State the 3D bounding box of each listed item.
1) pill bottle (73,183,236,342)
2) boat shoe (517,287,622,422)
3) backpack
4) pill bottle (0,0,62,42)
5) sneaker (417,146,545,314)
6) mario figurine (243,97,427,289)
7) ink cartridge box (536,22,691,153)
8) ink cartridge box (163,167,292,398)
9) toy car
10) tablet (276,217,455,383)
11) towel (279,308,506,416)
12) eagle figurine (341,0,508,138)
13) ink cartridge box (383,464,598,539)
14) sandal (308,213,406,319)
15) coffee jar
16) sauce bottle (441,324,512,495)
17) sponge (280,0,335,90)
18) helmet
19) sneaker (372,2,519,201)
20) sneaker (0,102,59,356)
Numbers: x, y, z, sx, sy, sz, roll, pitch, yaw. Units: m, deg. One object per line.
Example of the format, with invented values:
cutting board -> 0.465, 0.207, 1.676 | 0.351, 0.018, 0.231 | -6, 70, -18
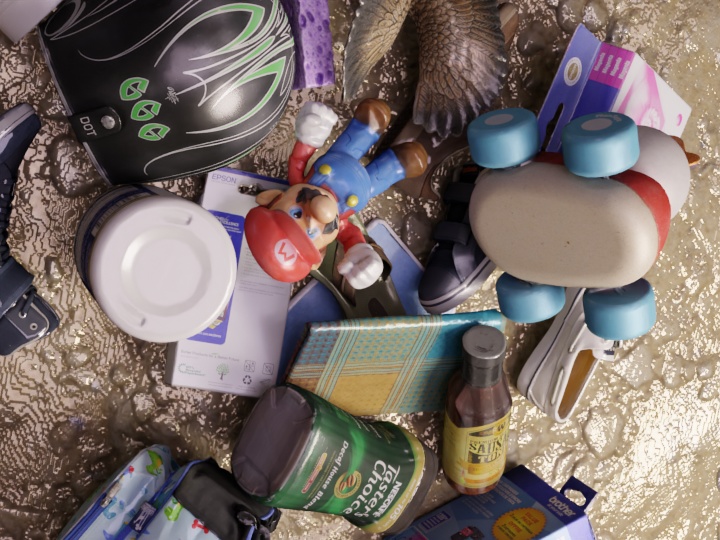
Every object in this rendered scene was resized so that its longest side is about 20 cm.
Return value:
pill bottle -> -0.175, -0.013, 0.968 | 0.110, 0.200, 0.112 | -3, 99, -18
boat shoe -> 0.228, 0.060, 1.160 | 0.071, 0.070, 0.201 | 11, 115, -45
backpack -> -0.185, 0.253, 1.018 | 0.147, 0.183, 0.200 | 37, 86, 3
pill bottle -> -0.310, -0.285, 0.928 | 0.116, 0.116, 0.200 | -45, 109, -9
sneaker -> 0.108, -0.052, 1.133 | 0.079, 0.078, 0.200 | 49, 69, -24
mario figurine -> -0.016, -0.066, 0.995 | 0.200, 0.123, 0.106 | -48, 153, -35
ink cartridge box -> 0.233, -0.107, 1.144 | 0.200, 0.043, 0.197 | 23, 90, -50
ink cartridge box -> -0.113, 0.011, 1.074 | 0.099, 0.039, 0.201 | 12, 86, -21
toy car -> 0.213, -0.072, 1.046 | 0.200, 0.176, 0.185 | -37, 124, -40
tablet -> -0.013, 0.061, 1.138 | 0.200, 0.014, 0.130 | -44, 109, -9
towel -> 0.024, 0.087, 1.089 | 0.199, 0.022, 0.147 | -1, 139, -25
eagle figurine -> 0.046, -0.232, 1.037 | 0.151, 0.151, 0.201 | -11, 57, 2
ink cartridge box -> 0.142, 0.271, 1.156 | 0.199, 0.136, 0.077 | -24, 110, -15
sandal -> 0.001, 0.000, 1.087 | 0.080, 0.057, 0.201 | -46, 114, -28
coffee jar -> -0.017, 0.177, 1.081 | 0.200, 0.085, 0.105 | 27, 92, -46
sauce bottle -> 0.110, 0.133, 1.114 | 0.066, 0.066, 0.201 | -21, 140, -16
sponge -> -0.058, -0.258, 1.025 | 0.030, 0.112, 0.201 | -8, 100, -16
helmet -> -0.146, -0.170, 0.969 | 0.190, 0.200, 0.201 | -23, 105, -3
sneaker -> 0.095, -0.157, 1.118 | 0.075, 0.070, 0.200 | 37, 94, -16
sneaker -> -0.291, -0.024, 0.984 | 0.146, 0.077, 0.203 | 37, 94, -9
